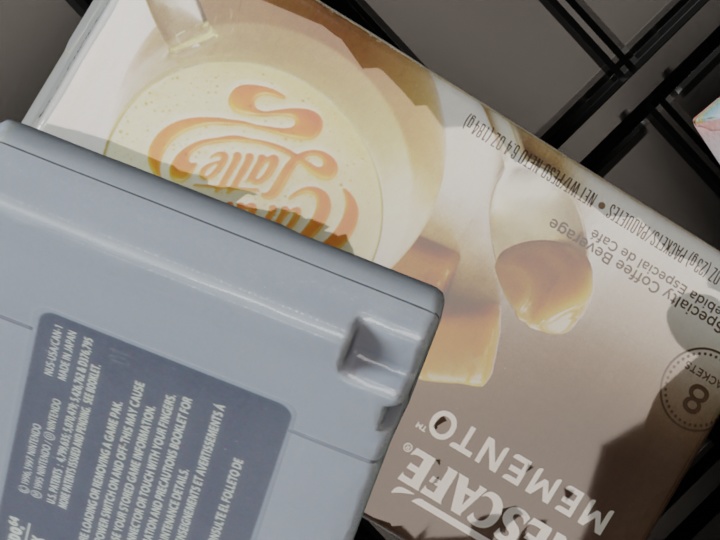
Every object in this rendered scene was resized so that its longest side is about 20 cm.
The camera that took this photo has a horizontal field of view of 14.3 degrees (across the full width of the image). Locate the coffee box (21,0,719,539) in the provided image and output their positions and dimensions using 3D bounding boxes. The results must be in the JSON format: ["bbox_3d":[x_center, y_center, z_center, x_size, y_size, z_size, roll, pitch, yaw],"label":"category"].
[{"bbox_3d":[0.000,0.000,0.793,0.199,0.080,0.115,32,91,-10],"label":"coffee box"}]

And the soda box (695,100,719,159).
[{"bbox_3d":[0.193,-0.074,0.795,0.200,0.064,0.069,-38,100,-15],"label":"soda box"}]

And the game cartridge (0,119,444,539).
[{"bbox_3d":[-0.062,0.047,0.743,0.133,0.200,0.042,25,51,4],"label":"game cartridge"}]
